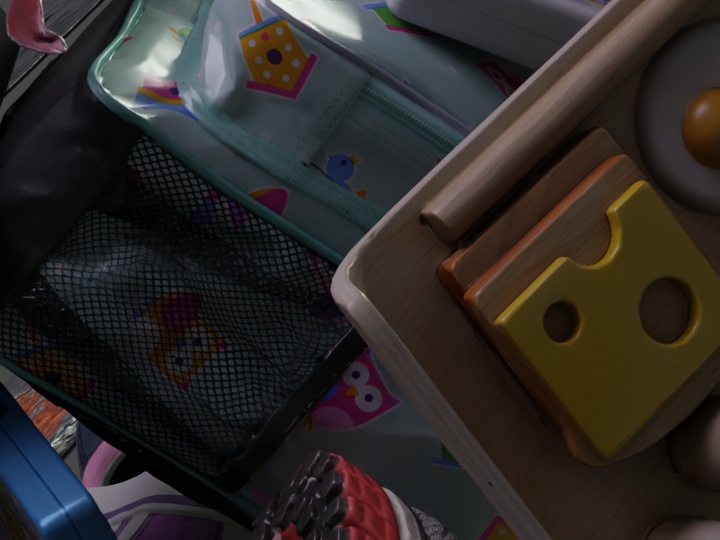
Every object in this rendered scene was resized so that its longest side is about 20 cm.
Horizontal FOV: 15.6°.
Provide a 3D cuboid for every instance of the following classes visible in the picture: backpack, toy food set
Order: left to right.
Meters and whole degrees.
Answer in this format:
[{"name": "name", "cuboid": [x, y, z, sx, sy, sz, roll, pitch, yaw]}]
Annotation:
[{"name": "backpack", "cuboid": [0.000, 0.000, 0.742, 0.153, 0.200, 0.176, -44, 11, 15]}, {"name": "toy food set", "cuboid": [0.103, -0.001, 0.628, 0.200, 0.144, 0.060, -43, 15, -20]}]

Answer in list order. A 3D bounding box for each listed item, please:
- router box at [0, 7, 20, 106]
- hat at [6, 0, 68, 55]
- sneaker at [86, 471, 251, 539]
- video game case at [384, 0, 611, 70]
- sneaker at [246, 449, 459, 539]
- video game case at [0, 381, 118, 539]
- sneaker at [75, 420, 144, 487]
[{"name": "router box", "cuboid": [-0.177, -0.016, 0.727, 0.157, 0.052, 0.200, -35, 16, 8]}, {"name": "hat", "cuboid": [-0.103, -0.091, 0.754, 0.166, 0.200, 0.176, 0, 66, 20]}, {"name": "sneaker", "cuboid": [-0.076, 0.129, 0.858, 0.200, 0.073, 0.114, -14, 47, 48]}, {"name": "video game case", "cuboid": [0.092, -0.084, 0.774, 0.182, 0.200, 0.024, -100, 33, -61]}, {"name": "sneaker", "cuboid": [0.021, 0.121, 0.592, 0.078, 0.082, 0.200, -52, 25, 27]}, {"name": "video game case", "cuboid": [-0.090, 0.075, 0.744, 0.018, 0.143, 0.200, -32, 34, -12]}, {"name": "sneaker", "cuboid": [-0.023, 0.047, 0.989, 0.200, 0.070, 0.082, -28, 42, 28]}]
